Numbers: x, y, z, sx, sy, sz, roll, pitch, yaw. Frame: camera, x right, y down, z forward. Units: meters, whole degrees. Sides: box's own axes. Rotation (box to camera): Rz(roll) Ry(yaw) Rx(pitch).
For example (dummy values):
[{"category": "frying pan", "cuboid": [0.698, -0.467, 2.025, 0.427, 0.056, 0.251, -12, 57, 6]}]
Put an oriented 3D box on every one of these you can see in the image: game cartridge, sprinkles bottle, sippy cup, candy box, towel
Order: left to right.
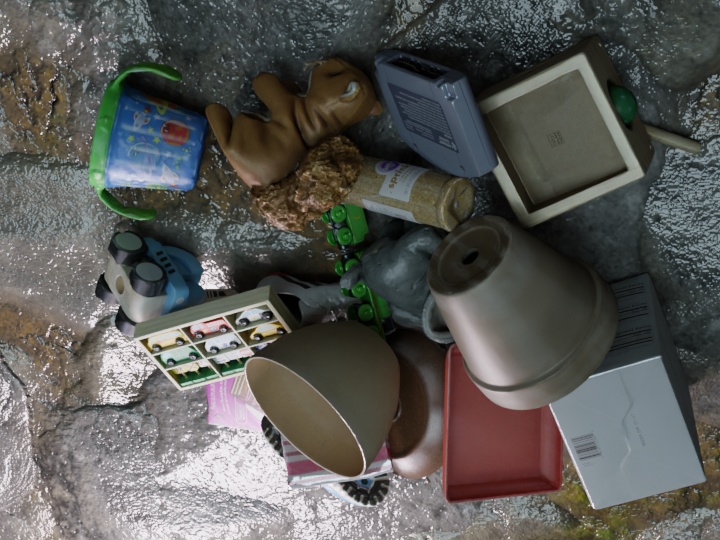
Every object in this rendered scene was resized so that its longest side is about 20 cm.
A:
[{"category": "sippy cup", "cuboid": [-0.261, -0.159, 1.622, 0.130, 0.140, 0.178, 13, 149, -6]}, {"category": "candy box", "cuboid": [-0.114, 0.161, 1.809, 0.199, 0.061, 0.137, 7, 123, 9]}, {"category": "towel", "cuboid": [-0.044, 0.181, 1.713, 0.146, 0.030, 0.201, -12, 80, 9]}, {"category": "sprinkles bottle", "cuboid": [0.040, -0.099, 1.565, 0.200, 0.068, 0.068, 17, 128, 36]}, {"category": "game cartridge", "cuboid": [0.087, -0.178, 1.494, 0.041, 0.200, 0.133, -27, 117, -15]}]

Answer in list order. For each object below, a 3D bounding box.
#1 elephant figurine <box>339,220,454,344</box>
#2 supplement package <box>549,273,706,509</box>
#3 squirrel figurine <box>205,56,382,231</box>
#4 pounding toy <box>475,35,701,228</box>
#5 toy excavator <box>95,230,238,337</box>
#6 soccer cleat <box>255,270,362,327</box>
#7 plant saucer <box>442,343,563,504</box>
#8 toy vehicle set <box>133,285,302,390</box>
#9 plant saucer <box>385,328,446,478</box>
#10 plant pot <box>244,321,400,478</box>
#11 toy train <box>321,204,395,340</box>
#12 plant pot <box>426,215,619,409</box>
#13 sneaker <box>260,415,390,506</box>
[{"category": "elephant figurine", "cuboid": [0.099, 0.030, 1.631, 0.155, 0.142, 0.200, -25, 110, 23]}, {"category": "supplement package", "cuboid": [0.322, 0.147, 1.606, 0.147, 0.200, 0.192, -17, 115, 16]}, {"category": "squirrel figurine", "cuboid": [-0.057, -0.153, 1.545, 0.186, 0.142, 0.200, -28, 67, 9]}, {"category": "pounding toy", "cuboid": [0.260, -0.162, 1.499, 0.200, 0.142, 0.184, -24, 101, 26]}, {"category": "toy excavator", "cuboid": [-0.228, 0.031, 1.743, 0.195, 0.200, 0.100, 52, 133, 34]}, {"category": "soccer cleat", "cuboid": [-0.045, 0.046, 1.710, 0.199, 0.085, 0.069, 8, 122, 9]}, {"category": "plant saucer", "cuboid": [0.179, 0.191, 1.671, 0.037, 0.200, 0.200, 2, 91, 54]}, {"category": "toy vehicle set", "cuboid": [-0.179, 0.090, 1.689, 0.200, 0.027, 0.124, -16, 136, 19]}, {"category": "plant saucer", "cuboid": [0.050, 0.178, 1.722, 0.200, 0.037, 0.201, 2, 93, 45]}, {"category": "plant pot", "cuboid": [-0.028, 0.142, 1.623, 0.200, 0.134, 0.201, 34, 151, 23]}, {"category": "toy train", "cuboid": [0.000, 0.000, 1.662, 0.042, 0.056, 0.200, 0, 108, 61]}, {"category": "plant pot", "cuboid": [0.172, 0.031, 1.505, 0.200, 0.200, 0.174, -27, 127, 26]}, {"category": "sneaker", "cuboid": [-0.057, 0.264, 1.778, 0.200, 0.078, 0.090, 38, 155, 5]}]
